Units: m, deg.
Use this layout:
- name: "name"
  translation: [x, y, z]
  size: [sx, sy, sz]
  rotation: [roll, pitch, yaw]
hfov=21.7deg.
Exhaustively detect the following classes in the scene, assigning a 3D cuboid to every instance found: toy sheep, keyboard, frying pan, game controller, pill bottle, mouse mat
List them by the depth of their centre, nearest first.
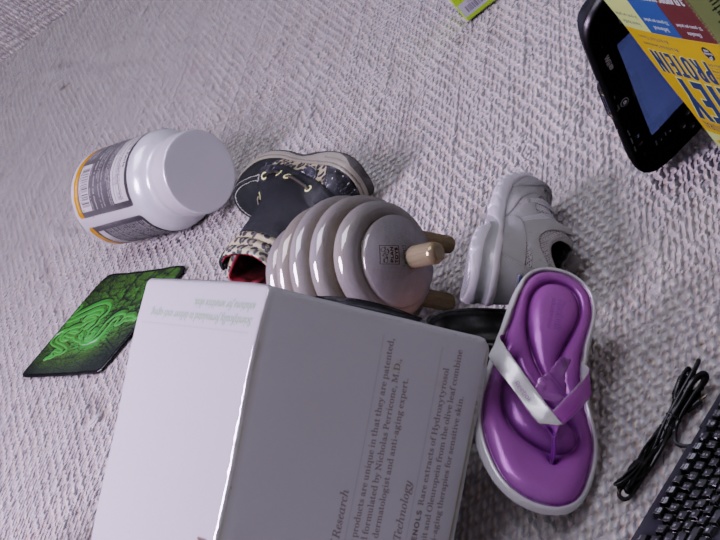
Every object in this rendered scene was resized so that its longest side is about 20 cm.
- name: "keyboard"
  translation: [0.210, 0.103, 1.130]
  size: [0.127, 0.021, 0.200]
  rotation: [-8, 39, 54]
- name: "frying pan"
  translation: [0.066, 0.046, 1.325]
  size: [0.190, 0.031, 0.115]
  rotation: [1, 12, -11]
- name: "game controller"
  translation: [0.218, -0.157, 1.391]
  size: [0.042, 0.200, 0.104]
  rotation: [27, 71, 36]
- name: "toy sheep"
  translation: [0.000, 0.000, 1.515]
  size: [0.200, 0.138, 0.138]
  rotation: [-21, 30, 47]
- name: "mouse mat"
  translation: [-0.285, 0.057, 2.065]
  size: [0.200, 0.008, 0.161]
  rotation: [-8, 39, 56]
- name: "pill bottle"
  translation: [-0.234, -0.097, 2.125]
  size: [0.200, 0.116, 0.116]
  rotation: [-10, 37, 52]

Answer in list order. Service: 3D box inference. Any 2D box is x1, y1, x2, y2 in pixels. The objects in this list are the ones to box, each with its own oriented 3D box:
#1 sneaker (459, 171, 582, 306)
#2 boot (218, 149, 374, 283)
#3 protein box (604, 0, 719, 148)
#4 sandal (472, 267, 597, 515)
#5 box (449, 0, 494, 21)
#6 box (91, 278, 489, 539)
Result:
- name: "sneaker"
  translation: [0.130, -0.014, 1.443]
  size: [0.200, 0.082, 0.075]
  rotation: [-61, -17, -62]
- name: "boot"
  translation: [-0.096, -0.046, 1.841]
  size: [0.204, 0.074, 0.154]
  rotation: [-3, 38, 53]
- name: "protein box"
  translation: [0.307, -0.192, 1.282]
  size: [0.200, 0.199, 0.135]
  rotation: [-44, 22, -6]
- name: "sandal"
  translation: [0.118, 0.068, 1.227]
  size: [0.050, 0.082, 0.203]
  rotation: [101, 177, -47]
- name: "box"
  translation: [0.088, -0.361, 2.072]
  size: [0.048, 0.122, 0.200]
  rotation: [-38, 22, 14]
- name: "box"
  translation: [-0.051, 0.118, 1.241]
  size: [0.199, 0.171, 0.200]
  rotation: [3, 81, 61]
